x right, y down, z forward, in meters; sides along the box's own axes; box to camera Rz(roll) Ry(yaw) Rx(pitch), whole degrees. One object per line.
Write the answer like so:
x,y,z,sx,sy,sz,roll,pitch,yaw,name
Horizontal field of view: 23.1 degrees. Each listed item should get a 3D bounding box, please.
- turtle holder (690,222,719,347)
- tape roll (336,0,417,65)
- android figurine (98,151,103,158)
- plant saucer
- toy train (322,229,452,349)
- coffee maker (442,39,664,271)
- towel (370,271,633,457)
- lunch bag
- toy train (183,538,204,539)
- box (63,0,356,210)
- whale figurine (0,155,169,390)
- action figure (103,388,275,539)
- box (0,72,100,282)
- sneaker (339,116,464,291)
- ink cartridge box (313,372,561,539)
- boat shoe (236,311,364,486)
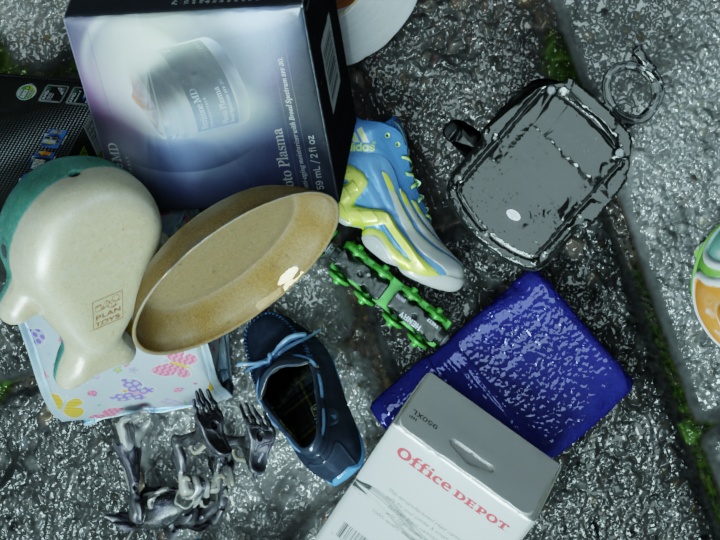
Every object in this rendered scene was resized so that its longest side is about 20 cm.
0.374,0.009,1.487,0.183,0.132,0.143,-2,94,7,turtle holder
-0.047,-0.270,1.497,0.198,0.066,0.202,-4,123,-6,tape roll
-0.185,-0.122,1.586,0.197,0.041,0.185,0,95,8,android figurine
-0.108,-0.008,1.423,0.200,0.200,0.036,-40,70,8,plant saucer
0.000,0.000,1.562,0.199,0.056,0.042,39,98,7,toy train
0.171,-0.097,1.466,0.190,0.200,0.136,-25,94,10,coffee maker
0.126,0.111,1.570,0.200,0.050,0.148,-41,97,8,towel
-0.210,0.038,1.559,0.167,0.128,0.202,-9,120,7,lunch bag
-0.101,0.330,1.600,0.115,0.085,0.202,12,133,30,toy train
-0.118,-0.160,1.445,0.196,0.124,0.201,-2,131,11,box
-0.230,-0.002,1.422,0.104,0.158,0.202,40,143,38,whale figurine
-0.157,0.175,1.571,0.200,0.118,0.103,-43,48,42,action figure
-0.331,-0.086,1.520,0.191,0.048,0.201,9,55,21,box
0.028,-0.072,1.548,0.199,0.076,0.106,36,97,3,sneaker
0.061,0.209,1.520,0.144,0.084,0.201,34,130,3,ink cartridge box
-0.054,0.095,1.522,0.084,0.069,0.200,-45,44,4,boat shoe
